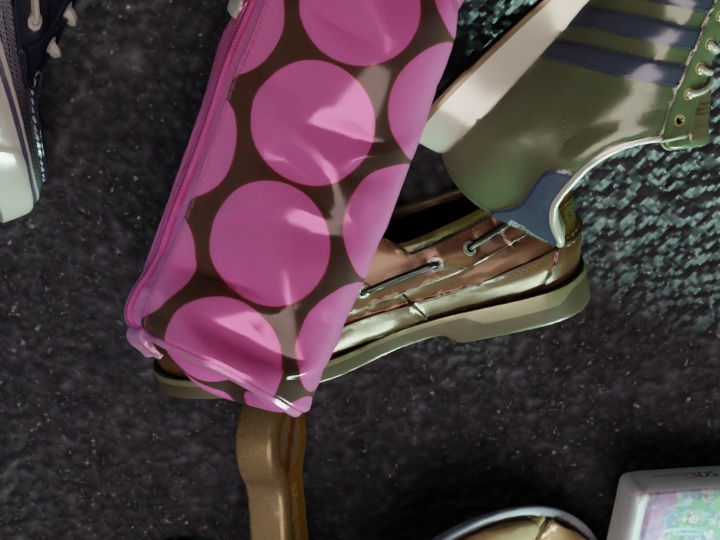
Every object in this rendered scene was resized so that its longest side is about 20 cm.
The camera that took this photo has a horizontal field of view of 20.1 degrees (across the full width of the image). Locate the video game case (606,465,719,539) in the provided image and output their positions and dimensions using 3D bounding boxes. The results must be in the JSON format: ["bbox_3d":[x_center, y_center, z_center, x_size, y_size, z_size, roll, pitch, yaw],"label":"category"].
[{"bbox_3d":[0.196,0.181,1.006,0.181,0.024,0.201,-2,119,-18],"label":"video game case"}]

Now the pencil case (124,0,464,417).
[{"bbox_3d":[-0.031,-0.046,0.817,0.093,0.091,0.201,17,94,-30],"label":"pencil case"}]

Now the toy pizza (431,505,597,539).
[{"bbox_3d":[0.051,0.203,0.965,0.199,0.032,0.201,-23,130,-31],"label":"toy pizza"}]

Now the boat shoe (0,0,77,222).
[{"bbox_3d":[-0.132,-0.112,0.822,0.092,0.075,0.201,-25,139,-19],"label":"boat shoe"}]

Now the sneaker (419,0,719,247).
[{"bbox_3d":[0.119,-0.092,0.834,0.200,0.067,0.090,-42,94,13],"label":"sneaker"}]

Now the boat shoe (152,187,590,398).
[{"bbox_3d":[0.000,0.000,0.896,0.199,0.072,0.068,-15,114,-6],"label":"boat shoe"}]

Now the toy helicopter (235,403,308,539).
[{"bbox_3d":[-0.040,0.153,0.940,0.078,0.132,0.201,2,107,22],"label":"toy helicopter"}]
